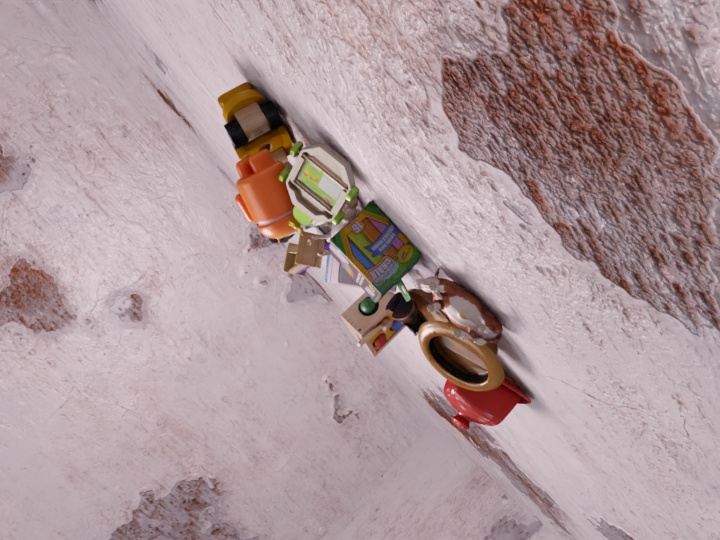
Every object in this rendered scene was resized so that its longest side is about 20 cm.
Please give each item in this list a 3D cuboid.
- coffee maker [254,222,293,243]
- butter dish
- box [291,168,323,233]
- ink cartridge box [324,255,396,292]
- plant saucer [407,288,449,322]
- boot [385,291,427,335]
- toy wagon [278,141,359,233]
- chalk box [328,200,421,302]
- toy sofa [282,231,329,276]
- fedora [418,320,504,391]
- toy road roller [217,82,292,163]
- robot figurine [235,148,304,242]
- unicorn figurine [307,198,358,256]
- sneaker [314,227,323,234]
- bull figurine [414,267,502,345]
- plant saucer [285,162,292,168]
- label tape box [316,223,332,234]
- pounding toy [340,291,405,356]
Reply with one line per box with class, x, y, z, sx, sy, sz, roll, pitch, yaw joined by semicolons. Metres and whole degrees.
coffee maker;-0.279;-0.201;1.804;0.192;0.135;0.201;40;-167;-35
butter dish;0.263;0.296;1.405;0.198;0.149;0.200;32;169;5
box;-0.162;-0.166;1.472;0.199;0.036;0.146;-14;106;43
ink cartridge box;0.000;0.000;1.471;0.143;0.086;0.200;8;177;-12
plant saucer;0.187;0.108;1.400;0.200;0.035;0.200;47;170;11
boot;0.123;0.102;1.393;0.097;0.075;0.200;37;179;-8
toy wagon;-0.092;-0.159;1.227;0.155;0.040;0.201;39;132;5
chalk box;0.043;-0.020;1.275;0.200;0.124;0.125;46;170;4
toy sofa;-0.131;-0.036;1.554;0.096;0.084;0.200;13;170;-15
fedora;0.217;0.160;1.258;0.199;0.082;0.202;28;144;23
toy road roller;-0.242;-0.324;1.366;0.147;0.122;0.200;58;173;23
robot figurine;-0.194;-0.156;1.321;0.202;0.143;0.117;65;174;-17
unicorn figurine;-0.054;-0.090;1.355;0.074;0.137;0.200;55;137;13
sneaker;-0.103;-0.138;1.658;0.092;0.076;0.200;21;160;52
bull figurine;0.177;0.066;1.132;0.199;0.066;0.121;36;-160;21
plant saucer;-0.205;-0.258;1.718;0.200;0.034;0.200;46;171;10
label tape box;-0.051;-0.105;1.535;0.200;0.066;0.143;49;170;7
pounding toy;0.044;0.156;1.798;0.142;0.184;0.201;41;169;33
